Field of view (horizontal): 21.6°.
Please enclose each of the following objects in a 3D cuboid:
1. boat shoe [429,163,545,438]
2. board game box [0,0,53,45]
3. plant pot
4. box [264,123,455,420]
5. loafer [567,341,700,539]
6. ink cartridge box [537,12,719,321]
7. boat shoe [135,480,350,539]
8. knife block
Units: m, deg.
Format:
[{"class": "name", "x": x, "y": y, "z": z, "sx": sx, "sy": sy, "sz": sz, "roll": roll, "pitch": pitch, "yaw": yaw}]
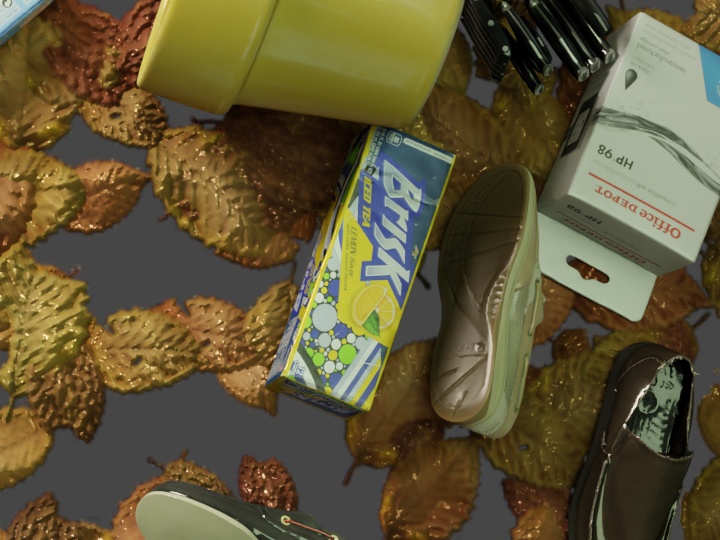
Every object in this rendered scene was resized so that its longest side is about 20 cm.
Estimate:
[{"class": "boat shoe", "x": 0.100, "y": 0.022, "z": 1.378, "sx": 0.065, "sy": 0.072, "sz": 0.201, "roll": 29, "pitch": 63, "yaw": -48}, {"class": "board game box", "x": -0.327, "y": -0.224, "z": 1.305, "sx": 0.151, "sy": 0.037, "sz": 0.200, "roll": -44, "pitch": 95, "yaw": -19}, {"class": "plant pot", "x": -0.035, "y": -0.187, "z": 1.295, "sx": 0.188, "sy": 0.201, "sz": 0.202, "roll": 20, "pitch": 75, "yaw": -10}, {"class": "box", "x": 0.000, "y": 0.000, "z": 1.347, "sx": 0.070, "sy": 0.064, "sz": 0.201, "roll": 22, "pitch": 75, "yaw": -11}, {"class": "loafer", "x": 0.202, "y": 0.145, "z": 1.377, "sx": 0.073, "sy": 0.071, "sz": 0.201, "roll": 13, "pitch": 76, "yaw": -14}, {"class": "ink cartridge box", "x": 0.212, "y": -0.076, "z": 1.423, "sx": 0.115, "sy": 0.067, "sz": 0.201, "roll": 27, "pitch": 73, "yaw": -11}, {"class": "boat shoe", "x": -0.059, "y": 0.199, "z": 1.297, "sx": 0.201, "sy": 0.074, "sz": 0.063, "roll": 27, "pitch": 37, "yaw": 0}, {"class": "knife block", "x": 0.117, "y": -0.239, "z": 1.408, "sx": 0.175, "sy": 0.064, "sz": 0.201, "roll": 11, "pitch": 76, "yaw": -2}]
